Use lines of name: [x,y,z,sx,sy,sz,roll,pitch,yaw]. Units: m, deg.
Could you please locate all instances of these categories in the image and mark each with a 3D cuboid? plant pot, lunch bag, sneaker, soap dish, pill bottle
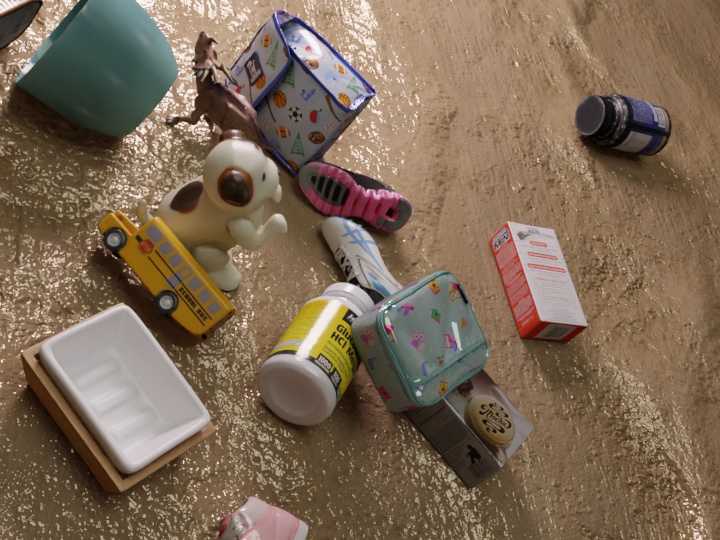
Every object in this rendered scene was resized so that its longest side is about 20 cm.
plant pot: [-0.351,-0.284,1.547,0.161,0.200,0.201,40,41,-22]
lunch bag: [-0.108,-0.283,1.751,0.200,0.170,0.124,48,37,1]
lunch bag: [0.091,0.099,1.538,0.200,0.077,0.161,-28,92,-45]
sneaker: [-0.136,0.350,1.301,0.104,0.075,0.201,37,37,-11]
sneaker: [0.000,0.000,1.690,0.072,0.072,0.200,-26,72,-38]
soap dish: [-0.291,0.153,1.328,0.200,0.081,0.157,52,43,7]
pill bottle: [-0.052,0.108,1.528,0.112,0.112,0.200,39,42,-6]
pill bottle: [0.548,-0.308,2.333,0.199,0.112,0.112,7,54,-35]
sneaker: [-0.015,-0.130,1.791,0.199,0.079,0.096,23,24,-24]

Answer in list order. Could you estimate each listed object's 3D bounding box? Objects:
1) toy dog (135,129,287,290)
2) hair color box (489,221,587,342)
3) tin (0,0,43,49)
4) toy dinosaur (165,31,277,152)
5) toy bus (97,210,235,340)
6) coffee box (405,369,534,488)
toy dog: [-0.189,-0.102,1.520,0.193,0.200,0.140,25,45,-21]
hair color box: [0.305,0.020,1.919,0.110,0.064,0.201,8,55,-33]
tin: [-0.509,-0.329,1.510,0.042,0.112,0.200,43,42,-2]
toy dinosaur: [-0.199,-0.247,1.674,0.200,0.136,0.086,39,42,-7]
toy bus: [-0.256,0.001,1.462,0.078,0.065,0.200,-40,85,-8]
coffee box: [0.144,0.200,1.636,0.200,0.080,0.113,49,43,5]
